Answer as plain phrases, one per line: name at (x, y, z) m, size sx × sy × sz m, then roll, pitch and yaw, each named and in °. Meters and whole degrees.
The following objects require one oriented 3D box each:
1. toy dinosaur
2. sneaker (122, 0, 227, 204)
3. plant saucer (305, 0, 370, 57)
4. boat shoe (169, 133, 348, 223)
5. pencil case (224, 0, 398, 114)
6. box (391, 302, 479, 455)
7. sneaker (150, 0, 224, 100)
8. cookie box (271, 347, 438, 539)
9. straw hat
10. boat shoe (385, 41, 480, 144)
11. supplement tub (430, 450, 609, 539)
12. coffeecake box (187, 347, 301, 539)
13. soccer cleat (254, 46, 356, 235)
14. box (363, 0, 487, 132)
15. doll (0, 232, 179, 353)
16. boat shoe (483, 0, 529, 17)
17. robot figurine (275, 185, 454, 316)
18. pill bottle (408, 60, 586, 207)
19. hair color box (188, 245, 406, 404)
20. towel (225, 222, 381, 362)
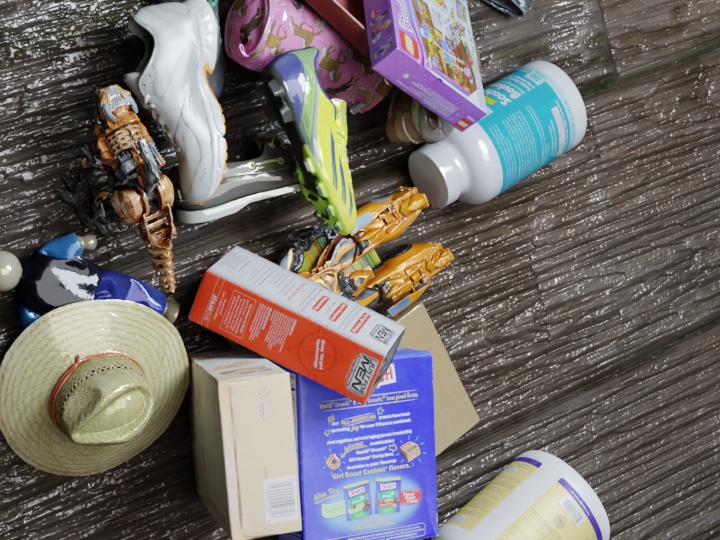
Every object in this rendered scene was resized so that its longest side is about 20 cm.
toy dinosaur at (-0.226, -0.077, 1.564) m, size 0.101 × 0.135 × 0.202 m, roll -2°, pitch 93°, yaw -31°
sneaker at (-0.186, -0.163, 1.569) m, size 0.091 × 0.076 × 0.202 m, roll -7°, pitch 95°, yaw -25°
plant saucer at (-0.030, -0.323, 1.672) m, size 0.199 × 0.037 × 0.201 m, roll 39°, pitch 33°, yaw -26°
boat shoe at (-0.104, -0.107, 1.672) m, size 0.200 × 0.072 × 0.061 m, roll -21°, pitch 108°, yaw -24°
pencil case at (-0.050, -0.230, 1.674) m, size 0.199 × 0.083 × 0.087 m, roll 18°, pitch 41°, yaw -41°
box at (0.027, 0.158, 1.793) m, size 0.199 × 0.021 × 0.164 m, roll -36°, pitch 109°, yaw -25°
sneaker at (-0.171, -0.264, 1.615) m, size 0.074 × 0.087 × 0.202 m, roll -19°, pitch 102°, yaw -28°
cookie box at (-0.005, 0.191, 1.718) m, size 0.170 × 0.075 × 0.202 m, roll -4°, pitch 95°, yaw -30°
straw hat at (-0.249, 0.128, 1.561) m, size 0.199 × 0.085 × 0.203 m, roll -9°, pitch 113°, yaw -22°
boat shoe at (0.075, -0.206, 1.757) m, size 0.076 × 0.071 × 0.201 m, roll 59°, pitch 36°, yaw -24°
supplement tub at (0.168, 0.316, 1.814) m, size 0.200 × 0.145 × 0.146 m, roll -38°, pitch 110°, yaw -23°
coffeecake box at (-0.119, 0.167, 1.599) m, size 0.072 × 0.200 × 0.155 m, roll -6°, pitch 96°, yaw -15°
soccer cleat at (-0.036, -0.130, 1.625) m, size 0.083 × 0.065 × 0.201 m, roll -33°, pitch 115°, yaw -22°
box at (0.061, -0.254, 1.660) m, size 0.136 × 0.039 × 0.201 m, roll 31°, pitch 38°, yaw -36°
doll at (-0.282, 0.032, 1.587) m, size 0.199 × 0.048 × 0.138 m, roll 25°, pitch 87°, yaw -29°
boat shoe at (0.116, -0.340, 1.795) m, size 0.199 × 0.071 × 0.068 m, roll 21°, pitch 81°, yaw -37°
robot figurine at (0.000, 0.000, 1.729) m, size 0.199 × 0.058 × 0.146 m, roll -35°, pitch 109°, yaw -24°
pill bottle at (0.150, -0.146, 1.798) m, size 0.199 × 0.110 × 0.112 m, roll -32°, pitch 108°, yaw -26°
hair color box at (-0.063, 0.053, 1.627) m, size 0.199 × 0.102 × 0.062 m, roll 25°, pitch 110°, yaw 7°
towel at (-0.063, 0.024, 1.735) m, size 0.200 × 0.018 × 0.086 m, roll -42°, pitch 111°, yaw -22°
